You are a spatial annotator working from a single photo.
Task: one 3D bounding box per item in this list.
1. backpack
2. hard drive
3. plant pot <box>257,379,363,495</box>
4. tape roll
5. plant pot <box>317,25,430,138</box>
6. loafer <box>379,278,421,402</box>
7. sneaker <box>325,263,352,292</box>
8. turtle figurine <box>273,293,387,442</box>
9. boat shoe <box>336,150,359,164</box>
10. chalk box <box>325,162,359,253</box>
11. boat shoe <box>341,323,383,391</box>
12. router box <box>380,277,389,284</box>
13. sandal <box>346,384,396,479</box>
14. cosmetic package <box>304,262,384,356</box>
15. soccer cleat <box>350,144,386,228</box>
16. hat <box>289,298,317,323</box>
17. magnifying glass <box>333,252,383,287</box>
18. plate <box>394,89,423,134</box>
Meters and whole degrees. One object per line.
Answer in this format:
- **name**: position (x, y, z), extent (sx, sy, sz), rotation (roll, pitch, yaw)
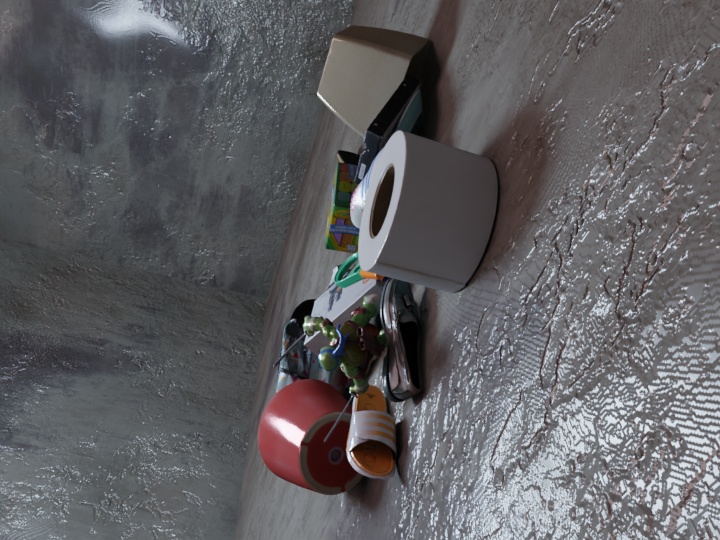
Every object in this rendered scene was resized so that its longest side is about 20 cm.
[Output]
- **backpack**: position (-0.103, 0.219, 1.312), extent (0.204, 0.151, 0.175), rotation (-71, -16, 8)
- **hard drive**: position (0.055, -0.273, 1.177), extent (0.201, 0.037, 0.141), rotation (-59, -8, -37)
- **plant pot**: position (-0.076, 0.317, 1.111), extent (0.177, 0.197, 0.205), rotation (1, 77, 65)
- **tape roll**: position (0.090, -0.082, 0.861), extent (0.202, 0.136, 0.207), rotation (-167, 90, -77)
- **plant pot**: position (0.020, -0.420, 1.296), extent (0.202, 0.174, 0.201), rotation (-68, -5, 34)
- **loafer**: position (0.074, 0.102, 0.944), extent (0.062, 0.071, 0.204), rotation (-24, 58, 49)
- **sneaker**: position (-0.050, 0.018, 1.511), extent (0.201, 0.074, 0.117), rotation (119, 158, -57)
- **turtle figurine**: position (-0.030, 0.131, 1.002), extent (0.193, 0.143, 0.203), rotation (-29, -35, -47)
- **boat shoe**: position (-0.040, -0.304, 1.800), extent (0.201, 0.074, 0.075), rotation (-99, 23, -61)
- **chalk box**: position (-0.004, -0.146, 1.308), extent (0.202, 0.121, 0.127), rotation (105, 171, -52)
- **boat shoe**: position (-0.009, 0.177, 1.204), extent (0.202, 0.061, 0.072), rotation (114, 162, -44)
- **router box**: position (0.078, -0.092, 1.114), extent (0.202, 0.051, 0.159), rotation (-94, 22, -54)
- **sandal**: position (0.018, 0.243, 0.976), extent (0.208, 0.077, 0.060), rotation (-95, 16, -59)
- **cosmetic package**: position (-0.019, 0.059, 1.171), extent (0.199, 0.052, 0.152), rotation (-41, 22, 24)
- **soccer cleat**: position (0.025, -0.139, 1.107), extent (0.087, 0.069, 0.202), rotation (-82, 13, -47)
- **hat**: position (-0.092, 0.166, 1.461), extent (0.080, 0.200, 0.205), rotation (3, 75, 32)
- **magnifying glass**: position (0.000, 0.000, 1.130), extent (0.080, 0.022, 0.199), rotation (-52, 20, -12)
- **plate**: position (0.088, -0.259, 1.198), extent (0.200, 0.025, 0.203), rotation (25, -91, -85)
